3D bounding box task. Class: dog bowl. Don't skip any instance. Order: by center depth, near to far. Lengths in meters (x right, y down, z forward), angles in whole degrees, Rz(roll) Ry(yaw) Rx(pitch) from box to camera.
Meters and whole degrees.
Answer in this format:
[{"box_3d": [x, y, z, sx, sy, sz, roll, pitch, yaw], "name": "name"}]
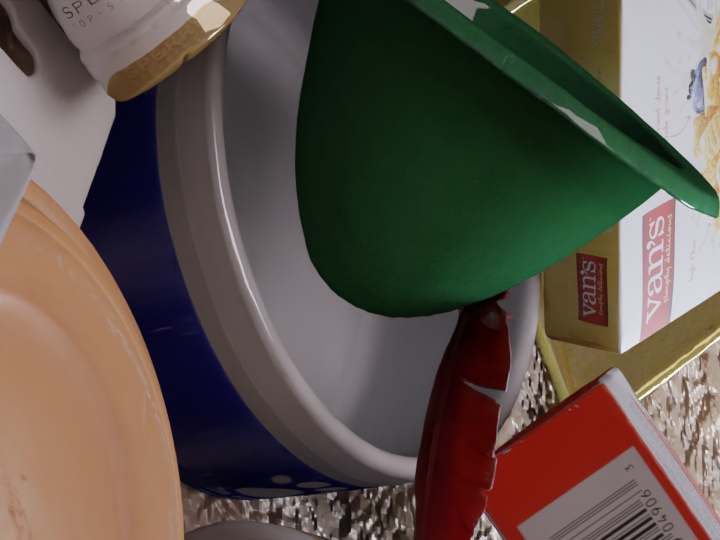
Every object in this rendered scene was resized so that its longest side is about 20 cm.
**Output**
[{"box_3d": [-0.020, -0.023, 0.847, 0.200, 0.079, 0.201, 23, 61, -51], "name": "dog bowl"}]

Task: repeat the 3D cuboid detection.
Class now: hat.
[{"box_3d": [0.000, 0.000, 0.774, 0.165, 0.176, 0.200, 34, 10, -13], "name": "hat"}]

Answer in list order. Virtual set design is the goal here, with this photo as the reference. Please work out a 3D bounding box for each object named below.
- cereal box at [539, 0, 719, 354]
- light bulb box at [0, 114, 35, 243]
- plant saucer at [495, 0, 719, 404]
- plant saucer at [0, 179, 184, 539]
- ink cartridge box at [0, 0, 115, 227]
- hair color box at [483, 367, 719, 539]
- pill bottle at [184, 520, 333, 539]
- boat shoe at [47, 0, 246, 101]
[{"box_3d": [0.136, -0.068, 0.944, 0.200, 0.039, 0.144, -29, 123, -48], "name": "cereal box"}, {"box_3d": [-0.206, -0.024, 0.451, 0.198, 0.200, 0.125, 51, 43, -35], "name": "light bulb box"}, {"box_3d": [0.121, -0.065, 1.029, 0.200, 0.048, 0.200, -35, 121, -19], "name": "plant saucer"}, {"box_3d": [-0.103, 0.063, 0.614, 0.200, 0.032, 0.201, 22, 63, -54], "name": "plant saucer"}, {"box_3d": [-0.146, -0.002, 0.657, 0.115, 0.068, 0.200, 52, 41, -38], "name": "ink cartridge box"}, {"box_3d": [0.098, 0.098, 0.904, 0.111, 0.064, 0.200, 55, 7, 5], "name": "hair color box"}, {"box_3d": [0.011, 0.153, 0.809, 0.200, 0.111, 0.111, 24, 60, -51], "name": "pill bottle"}, {"box_3d": [-0.072, -0.121, 0.758, 0.069, 0.071, 0.200, 48, 11, -21], "name": "boat shoe"}]
